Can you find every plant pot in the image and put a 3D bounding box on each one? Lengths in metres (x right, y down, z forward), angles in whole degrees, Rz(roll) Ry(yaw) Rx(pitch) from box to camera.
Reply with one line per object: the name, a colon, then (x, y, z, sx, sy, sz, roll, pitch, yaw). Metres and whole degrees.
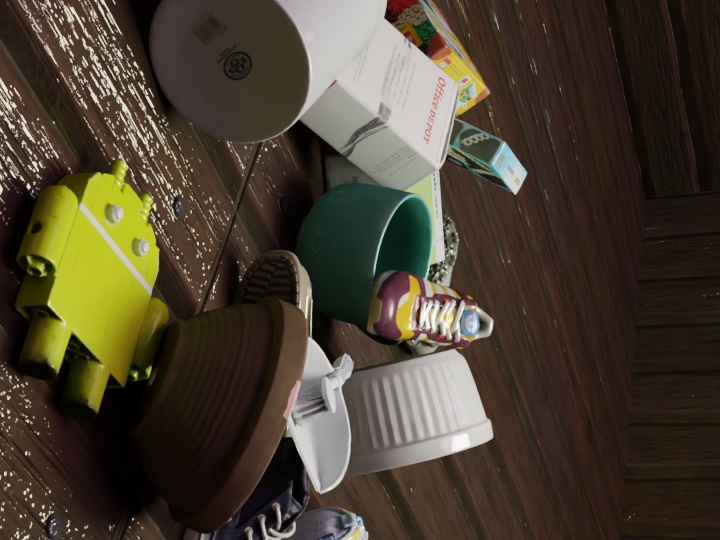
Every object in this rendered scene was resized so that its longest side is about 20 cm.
plant pot: (-0.130, 0.103, 1.057, 0.092, 0.201, 0.202, 27, 51, -18)

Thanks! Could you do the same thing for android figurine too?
android figurine: (-0.206, 0.008, 1.007, 0.183, 0.041, 0.201, 61, 34, -48)

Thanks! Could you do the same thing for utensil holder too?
utensil holder: (-0.083, -0.230, 1.196, 0.200, 0.168, 0.171, -59, 140, -53)

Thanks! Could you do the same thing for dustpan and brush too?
dustpan and brush: (-0.036, 0.113, 1.217, 0.200, 0.057, 0.141, -84, 153, -82)

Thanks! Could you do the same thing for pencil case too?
pencil case: (-0.026, 0.346, 1.328, 0.083, 0.090, 0.202, 29, -47, 62)

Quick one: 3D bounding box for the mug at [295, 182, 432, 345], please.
mug: (-0.004, -0.003, 1.419, 0.152, 0.113, 0.187, -16, 116, -62)

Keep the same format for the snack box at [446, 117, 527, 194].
snack box: (0.112, -0.171, 1.666, 0.037, 0.199, 0.116, -59, 153, -3)

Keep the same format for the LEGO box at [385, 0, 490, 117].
LEGO box: (0.076, -0.294, 1.667, 0.150, 0.077, 0.200, 61, 14, 18)

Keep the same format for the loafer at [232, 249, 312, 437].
loafer: (-0.084, 0.080, 1.276, 0.068, 0.075, 0.202, 3, 93, -70)

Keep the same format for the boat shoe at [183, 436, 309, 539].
boat shoe: (-0.102, 0.236, 1.163, 0.075, 0.092, 0.202, 52, 39, -55)

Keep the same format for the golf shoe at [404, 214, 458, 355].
golf shoe: (0.089, 0.023, 1.762, 0.097, 0.078, 0.202, 81, 19, -66)

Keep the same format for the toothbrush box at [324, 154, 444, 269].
toothbrush box: (0.034, -0.074, 1.586, 0.200, 0.085, 0.147, -17, 103, -68)

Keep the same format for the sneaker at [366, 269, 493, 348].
sneaker: (0.078, 0.044, 1.372, 0.200, 0.089, 0.076, 2, 101, -65)

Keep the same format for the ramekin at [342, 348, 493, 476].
ramekin: (0.038, 0.154, 1.417, 0.200, 0.198, 0.106, -3, 79, -69)

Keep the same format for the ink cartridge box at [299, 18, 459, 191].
ink cartridge box: (0.007, -0.201, 1.425, 0.199, 0.085, 0.146, 37, 45, -22)
